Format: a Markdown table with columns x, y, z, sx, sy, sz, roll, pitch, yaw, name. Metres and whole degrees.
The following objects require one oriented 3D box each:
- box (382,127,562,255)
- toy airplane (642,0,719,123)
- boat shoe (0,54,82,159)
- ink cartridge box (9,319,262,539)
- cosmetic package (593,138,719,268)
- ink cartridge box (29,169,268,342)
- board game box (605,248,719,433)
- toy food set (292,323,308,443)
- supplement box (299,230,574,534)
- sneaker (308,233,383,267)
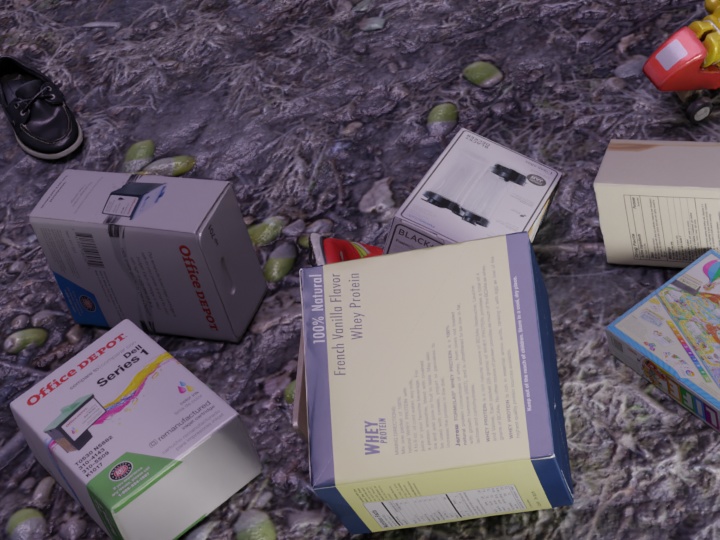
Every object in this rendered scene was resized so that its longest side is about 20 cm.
| x | y | z | sx | sy | sz | roll | pitch | yaw | name |
| --- | --- | --- | --- | --- | --- | --- | --- | --- | --- |
| 0.106 | -0.049 | 1.572 | 0.116 | 0.061 | 0.200 | 24 | 35 | 8 | box |
| 0.401 | -0.248 | 1.683 | 0.198 | 0.142 | 0.201 | 15 | 59 | 11 | toy airplane |
| -0.394 | -0.203 | 1.996 | 0.074 | 0.066 | 0.200 | -27 | 41 | -10 | boat shoe |
| -0.208 | 0.152 | 1.523 | 0.144 | 0.084 | 0.200 | -36 | 43 | -19 | ink cartridge box |
| 0.324 | -0.060 | 1.539 | 0.198 | 0.106 | 0.071 | 5 | 44 | 24 | cosmetic package |
| -0.210 | -0.015 | 1.659 | 0.198 | 0.147 | 0.086 | 5 | 44 | 24 | ink cartridge box |
| 0.329 | 0.071 | 1.445 | 0.134 | 0.034 | 0.200 | -34 | 43 | -16 | board game box |
| 0.040 | 0.083 | 1.523 | 0.198 | 0.061 | 0.144 | -10 | 41 | 12 | toy food set |
| 0.063 | 0.098 | 1.395 | 0.198 | 0.134 | 0.202 | -9 | 63 | 10 | supplement box |
| 0.000 | 0.000 | 1.557 | 0.084 | 0.078 | 0.200 | -3 | 4 | 11 | sneaker |
